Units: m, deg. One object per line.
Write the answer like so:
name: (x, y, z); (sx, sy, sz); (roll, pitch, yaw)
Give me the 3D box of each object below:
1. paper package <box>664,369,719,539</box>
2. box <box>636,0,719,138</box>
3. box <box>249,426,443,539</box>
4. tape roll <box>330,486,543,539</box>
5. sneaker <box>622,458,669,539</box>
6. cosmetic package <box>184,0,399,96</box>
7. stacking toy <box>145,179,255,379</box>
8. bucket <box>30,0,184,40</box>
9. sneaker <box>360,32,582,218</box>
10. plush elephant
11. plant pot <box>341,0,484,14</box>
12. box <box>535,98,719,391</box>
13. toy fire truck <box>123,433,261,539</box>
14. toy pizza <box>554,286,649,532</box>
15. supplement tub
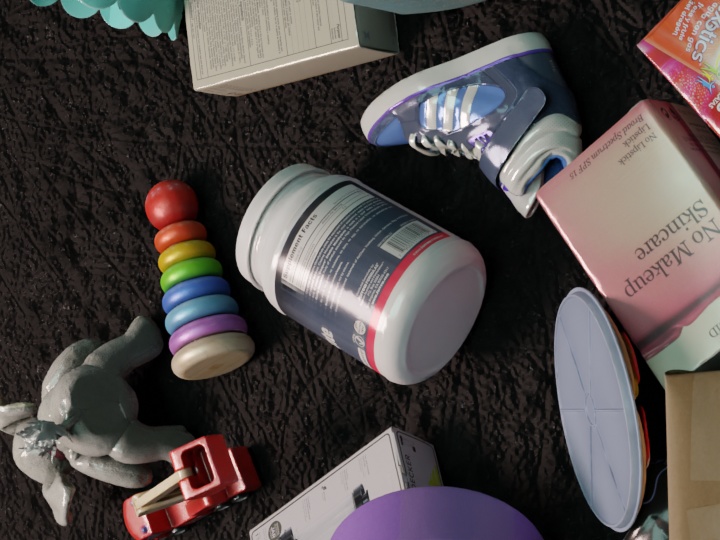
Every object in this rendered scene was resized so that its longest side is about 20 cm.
paper package: (0.307, 0.181, 1.194); (0.103, 0.190, 0.201); (-8, 73, 31)
box: (0.305, -0.156, 1.200); (0.096, 0.200, 0.100); (-47, 67, 23)
box: (-0.010, 0.248, 1.473); (0.200, 0.060, 0.117); (-40, 43, 27)
tape roll: (0.066, 0.279, 1.373); (0.199, 0.066, 0.201); (2, 126, 3)
sneaker: (0.248, 0.251, 1.301); (0.078, 0.070, 0.201); (15, 95, 40)
cosmetic package: (-0.068, -0.237, 1.524); (0.199, 0.073, 0.104); (-8, 85, 33)
stacking toy: (-0.171, 0.004, 1.598); (0.085, 0.085, 0.201); (-30, 69, 30)
bucket: (-0.256, -0.319, 1.577); (0.206, 0.207, 0.136); (17, 93, 32)
sneaker: (0.100, -0.107, 1.408); (0.199, 0.080, 0.147); (-23, 74, 26)
plush elephant: (-0.288, 0.164, 1.633); (0.155, 0.199, 0.166); (-32, 80, 48)
plant pot: (0.056, -0.325, 1.368); (0.200, 0.195, 0.197); (-34, 73, 30)
box: (0.257, -0.020, 1.288); (0.128, 0.109, 0.201); (-42, 68, 26)
toy fire truck: (-0.174, 0.216, 1.558); (0.199, 0.141, 0.049); (-31, 74, 30)
toy pizza: (0.202, 0.112, 1.307); (0.031, 0.200, 0.202); (-9, 84, -9)
supplement tub: (0.000, 0.000, 1.441); (0.199, 0.140, 0.141); (30, 107, 30)
